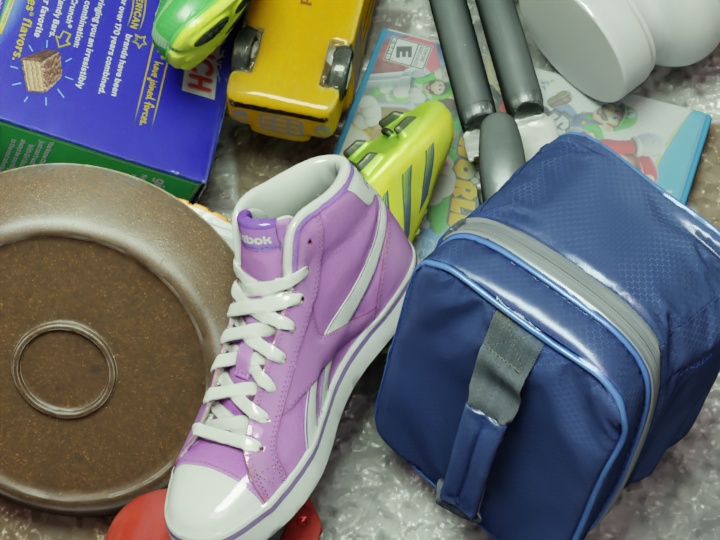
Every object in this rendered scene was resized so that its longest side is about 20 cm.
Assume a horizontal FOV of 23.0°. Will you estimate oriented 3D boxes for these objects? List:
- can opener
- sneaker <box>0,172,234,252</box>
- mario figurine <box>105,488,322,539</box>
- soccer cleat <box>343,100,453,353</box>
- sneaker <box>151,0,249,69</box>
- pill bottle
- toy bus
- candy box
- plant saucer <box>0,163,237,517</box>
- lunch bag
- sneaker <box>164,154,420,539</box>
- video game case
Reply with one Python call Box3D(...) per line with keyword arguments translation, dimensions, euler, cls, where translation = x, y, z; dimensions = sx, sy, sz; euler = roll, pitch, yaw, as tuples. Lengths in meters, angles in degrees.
Box3D(translation=(0.078, -0.101, 0.986), dimensions=(0.053, 0.066, 0.200), euler=(-13, 62, 1), cls="can opener")
Box3D(translation=(-0.148, 0.004, 0.944), dimensions=(0.200, 0.076, 0.092), euler=(7, 79, 10), cls="sneaker")
Box3D(translation=(-0.036, 0.171, 0.902), dimensions=(0.200, 0.106, 0.124), euler=(23, 36, 3), cls="mario figurine")
Box3D(translation=(0.000, 0.000, 0.962), dimensions=(0.084, 0.065, 0.200), euler=(35, 82, -13), cls="soccer cleat")
Box3D(translation=(-0.091, -0.189, 0.963), dimensions=(0.083, 0.074, 0.200), euler=(22, 50, -17), cls="sneaker")
Box3D(translation=(0.190, -0.189, 1.003), dimensions=(0.200, 0.112, 0.112), euler=(-41, 70, -14), cls="pill bottle")
Box3D(translation=(-0.024, -0.163, 1.022), dimensions=(0.065, 0.078, 0.200), euler=(11, 65, 4), cls="toy bus")
Box3D(translation=(-0.172, -0.132, 0.988), dimensions=(0.200, 0.077, 0.169), euler=(17, 62, -14), cls="candy box")
Box3D(translation=(-0.148, 0.045, 0.903), dimensions=(0.200, 0.034, 0.201), euler=(1, 111, 3), cls="plant saucer")
Box3D(translation=(0.087, 0.051, 0.870), dimensions=(0.136, 0.200, 0.132), euler=(38, 56, 20), cls="lunch bag")
Box3D(translation=(-0.050, 0.032, 0.844), dimensions=(0.073, 0.114, 0.201), euler=(10, 58, 33), cls="sneaker")
Box3D(translation=(0.084, -0.052, 1.005), dimensions=(0.200, 0.018, 0.143), euler=(17, 68, 11), cls="video game case")
